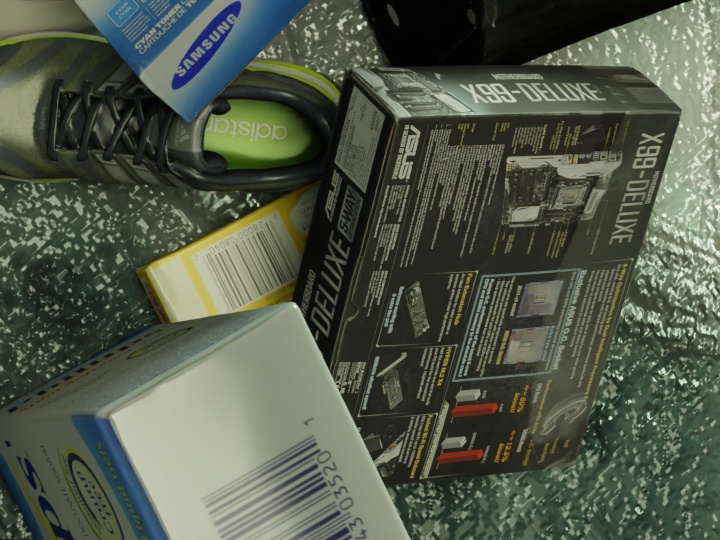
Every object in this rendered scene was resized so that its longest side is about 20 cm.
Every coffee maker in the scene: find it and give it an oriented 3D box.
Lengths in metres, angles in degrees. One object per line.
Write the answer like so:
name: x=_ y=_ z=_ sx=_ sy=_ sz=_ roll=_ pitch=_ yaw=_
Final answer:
coffee maker: x=0.116 y=-0.167 z=1.296 sx=0.200 sy=0.192 sz=0.135 roll=-23 pitch=108 yaw=-19

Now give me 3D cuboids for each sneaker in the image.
sneaker: x=-0.097 y=-0.071 z=1.257 sx=0.200 sy=0.081 sz=0.074 roll=0 pitch=97 yaw=-11

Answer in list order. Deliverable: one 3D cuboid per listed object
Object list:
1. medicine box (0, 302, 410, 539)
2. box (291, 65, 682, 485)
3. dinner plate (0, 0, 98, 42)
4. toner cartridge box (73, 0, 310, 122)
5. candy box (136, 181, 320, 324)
medicine box: x=-0.063 y=0.121 z=1.206 sx=0.103 sy=0.200 sz=0.182 roll=-29 pitch=97 yaw=-22
box: x=0.050 y=0.003 z=1.272 sx=0.157 sy=0.050 sz=0.200 roll=-4 pitch=122 yaw=-31
dinner plate: x=-0.134 y=-0.183 z=1.230 sx=0.200 sy=0.024 sz=0.200 roll=-14 pitch=131 yaw=-17
toner cartridge box: x=-0.037 y=-0.169 z=1.214 sx=0.200 sy=0.095 sz=0.043 roll=-45 pitch=136 yaw=4
candy box: x=0.000 y=0.000 z=1.331 sx=0.200 sy=0.026 sz=0.102 roll=-28 pitch=99 yaw=-20
